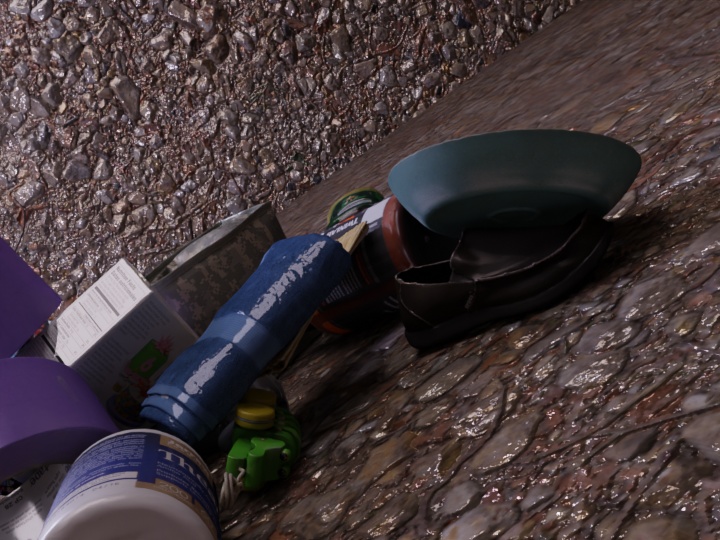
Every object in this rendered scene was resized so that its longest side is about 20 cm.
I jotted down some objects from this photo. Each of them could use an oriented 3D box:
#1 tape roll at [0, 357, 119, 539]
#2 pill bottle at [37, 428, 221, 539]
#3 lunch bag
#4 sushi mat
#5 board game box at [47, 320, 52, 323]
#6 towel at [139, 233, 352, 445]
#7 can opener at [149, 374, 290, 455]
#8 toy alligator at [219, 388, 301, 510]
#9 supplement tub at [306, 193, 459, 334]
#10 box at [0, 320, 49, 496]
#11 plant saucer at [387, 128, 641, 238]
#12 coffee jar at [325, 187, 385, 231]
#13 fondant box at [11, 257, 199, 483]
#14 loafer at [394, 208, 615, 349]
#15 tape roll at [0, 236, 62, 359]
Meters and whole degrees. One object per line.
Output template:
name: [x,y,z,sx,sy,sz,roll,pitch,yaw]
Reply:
tape roll: [-0.281,0.173,0.751,0.199,0.085,0.202,-30,-37,-26]
pill bottle: [-0.145,0.167,0.617,0.110,0.112,0.200,-34,10,-5]
lunch bag: [-0.149,0.048,1.045,0.117,0.166,0.200,-17,17,39]
sushi mat: [-0.057,0.034,0.845,0.095,0.012,0.201,-29,21,39]
board game box: [-0.336,0.161,1.058,0.147,0.063,0.203,-4,71,67]
towel: [-0.094,0.051,0.773,0.200,0.049,0.111,-49,16,-22]
can opener: [-0.146,0.147,0.887,0.199,0.054,0.067,-28,10,33]
toy alligator: [-0.071,0.136,0.717,0.053,0.060,0.200,7,9,-5]
supplement tub: [0.000,0.000,0.968,0.199,0.108,0.107,-25,13,38]
box: [-0.356,0.125,0.995,0.200,0.037,0.138,34,105,60]
plant saucer: [0.120,-0.058,0.752,0.197,0.037,0.200,-1,-13,0]
coffee jar: [0.007,-0.038,1.138,0.085,0.105,0.200,-29,9,5]
fondant box: [-0.242,0.105,0.870,0.200,0.058,0.145,-42,-33,-8]
loafer: [0.102,-0.001,0.750,0.199,0.072,0.073,-28,11,30]
tape roll: [-0.369,0.067,0.855,0.199,0.085,0.200,-41,14,12]
